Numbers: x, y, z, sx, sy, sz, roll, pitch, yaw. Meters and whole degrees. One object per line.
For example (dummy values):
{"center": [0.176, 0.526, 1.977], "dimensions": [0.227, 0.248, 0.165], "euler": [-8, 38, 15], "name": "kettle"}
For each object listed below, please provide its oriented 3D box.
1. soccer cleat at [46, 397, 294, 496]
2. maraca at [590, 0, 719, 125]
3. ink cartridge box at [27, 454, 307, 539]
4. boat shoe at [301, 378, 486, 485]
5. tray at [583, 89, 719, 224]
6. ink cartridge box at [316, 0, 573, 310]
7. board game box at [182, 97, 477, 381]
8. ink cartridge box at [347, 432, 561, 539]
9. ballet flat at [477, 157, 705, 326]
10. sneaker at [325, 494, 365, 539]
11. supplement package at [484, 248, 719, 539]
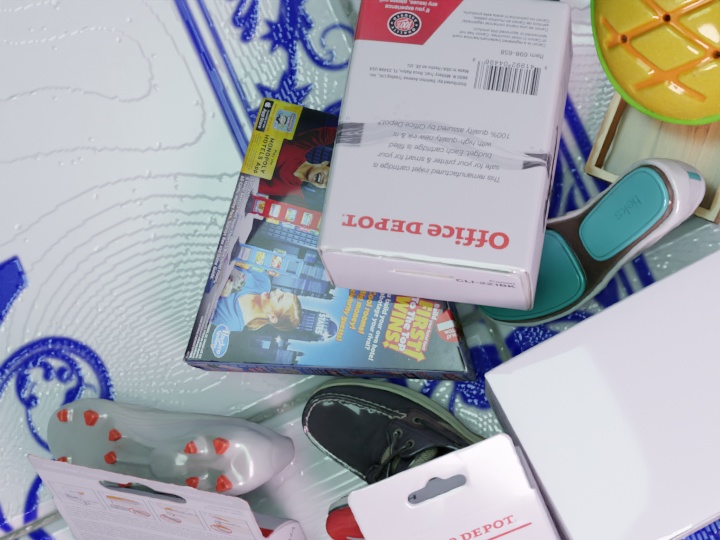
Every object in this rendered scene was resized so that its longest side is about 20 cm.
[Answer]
{"center": [-0.140, 0.131, 1.695], "dimensions": [0.200, 0.078, 0.069], "euler": [5, 97, 34], "name": "soccer cleat"}
{"center": [0.220, -0.195, 1.551], "dimensions": [0.137, 0.107, 0.200], "euler": [10, 107, 19], "name": "maraca"}
{"center": [-0.128, 0.167, 1.620], "dimensions": [0.161, 0.200, 0.050], "euler": [9, 61, 15], "name": "ink cartridge box"}
{"center": [0.044, 0.136, 1.639], "dimensions": [0.200, 0.065, 0.072], "euler": [27, 108, 14], "name": "boat shoe"}
{"center": [0.239, -0.143, 1.626], "dimensions": [0.099, 0.037, 0.200], "euler": [22, 93, 14], "name": "tray"}
{"center": [0.060, -0.083, 1.587], "dimensions": [0.144, 0.084, 0.200], "euler": [7, 70, 10], "name": "ink cartridge box"}
{"center": [0.000, 0.000, 1.662], "dimensions": [0.200, 0.062, 0.200], "euler": [16, 85, 12], "name": "board game box"}
{"center": [0.076, 0.194, 1.509], "dimensions": [0.116, 0.068, 0.200], "euler": [-22, 111, 4], "name": "ink cartridge box"}
{"center": [0.163, -0.017, 1.614], "dimensions": [0.200, 0.069, 0.069], "euler": [-36, 77, 41], "name": "ballet flat"}
{"center": [0.060, 0.221, 1.597], "dimensions": [0.200, 0.077, 0.085], "euler": [30, 59, 0], "name": "sneaker"}
{"center": [0.204, 0.096, 1.562], "dimensions": [0.200, 0.111, 0.156], "euler": [-28, 81, -2], "name": "supplement package"}
